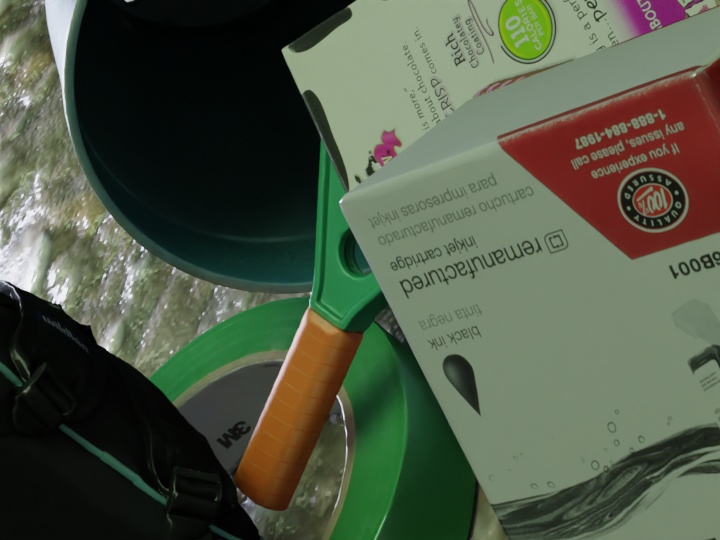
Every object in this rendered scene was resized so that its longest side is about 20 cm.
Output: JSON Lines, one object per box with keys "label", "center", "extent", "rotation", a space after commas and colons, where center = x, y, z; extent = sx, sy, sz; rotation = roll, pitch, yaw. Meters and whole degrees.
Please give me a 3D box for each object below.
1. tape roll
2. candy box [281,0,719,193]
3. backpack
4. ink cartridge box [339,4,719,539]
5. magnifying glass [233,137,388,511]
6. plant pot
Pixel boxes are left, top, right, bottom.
{"label": "tape roll", "center": [-0.045, 0.108, 1.073], "extent": [0.200, 0.048, 0.201], "rotation": [-29, 42, 29]}
{"label": "candy box", "center": [0.087, -0.063, 0.893], "extent": [0.199, 0.061, 0.137], "rotation": [-29, 77, 27]}
{"label": "backpack", "center": [-0.146, 0.083, 1.016], "extent": [0.154, 0.175, 0.200], "rotation": [-53, 21, 7]}
{"label": "ink cartridge box", "center": [0.106, 0.033, 0.801], "extent": [0.144, 0.201, 0.084], "rotation": [-18, 14, 41]}
{"label": "magnifying glass", "center": [0.000, 0.000, 0.998], "extent": [0.079, 0.022, 0.201], "rotation": [35, 109, 31]}
{"label": "plant pot", "center": [-0.041, -0.122, 1.078], "extent": [0.200, 0.200, 0.188], "rotation": [-45, 32, 8]}
